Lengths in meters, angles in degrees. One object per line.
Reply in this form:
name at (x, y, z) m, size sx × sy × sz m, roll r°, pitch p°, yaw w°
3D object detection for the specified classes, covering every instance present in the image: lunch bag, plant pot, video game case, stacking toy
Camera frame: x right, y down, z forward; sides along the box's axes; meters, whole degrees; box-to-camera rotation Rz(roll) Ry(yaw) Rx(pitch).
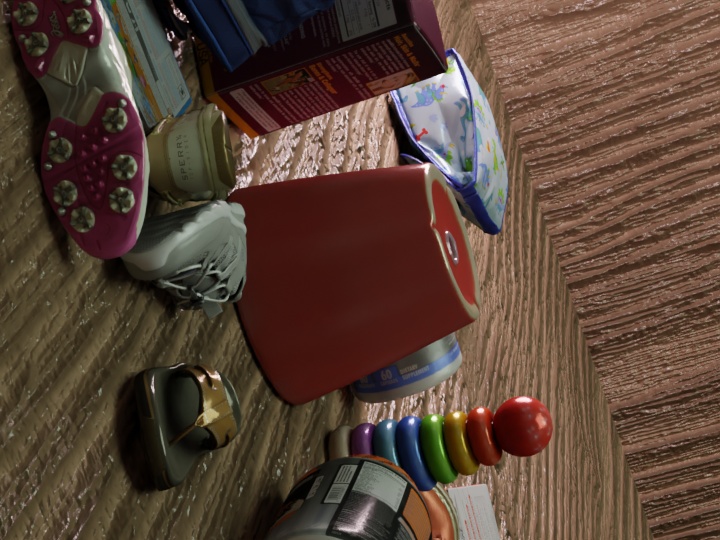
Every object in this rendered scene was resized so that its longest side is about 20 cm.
lunch bag at (0.126, -0.158, 2.422) m, size 0.200 × 0.127 × 0.170 m, roll 69°, pitch 10°, yaw 25°
plant pot at (0.000, 0.000, 1.592) m, size 0.200 × 0.177 × 0.201 m, roll -16°, pitch 90°, yaw -77°
video game case at (-0.181, -0.165, 1.402) m, size 0.200 × 0.018 × 0.143 m, roll -72°, pitch 144°, yaw -68°
stacking toy at (0.076, 0.157, 1.656) m, size 0.085 × 0.200 × 0.086 m, roll -17°, pitch 90°, yaw -77°
lunch bag at (-0.121, -0.264, 1.521) m, size 0.136 × 0.132 × 0.200 m, roll 54°, pitch -5°, yaw 44°

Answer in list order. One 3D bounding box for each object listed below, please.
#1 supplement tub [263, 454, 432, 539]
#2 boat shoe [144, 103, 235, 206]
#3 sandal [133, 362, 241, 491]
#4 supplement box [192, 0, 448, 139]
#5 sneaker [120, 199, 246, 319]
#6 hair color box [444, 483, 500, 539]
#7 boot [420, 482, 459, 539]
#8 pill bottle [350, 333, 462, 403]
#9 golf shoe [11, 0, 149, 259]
supplement tub at (-0.012, 0.217, 1.393) m, size 0.200 × 0.122 × 0.123 m, roll -54°, pitch 126°, yaw -74°
boat shoe at (-0.130, -0.083, 1.323) m, size 0.200 × 0.066 × 0.074 m, roll 167°, pitch -85°, yaw -83°
sandal at (-0.109, 0.101, 1.281) m, size 0.200 × 0.054 × 0.082 m, roll -1°, pitch 75°, yaw -77°
supplement box at (-0.036, -0.202, 1.641) m, size 0.110 × 0.200 × 0.086 m, roll 41°, pitch 34°, yaw -65°
sneaker at (-0.115, -0.005, 1.344) m, size 0.200 × 0.075 × 0.082 m, roll -17°, pitch 92°, yaw -75°
hair color box at (0.096, 0.281, 1.890) m, size 0.200 × 0.064 × 0.111 m, roll 22°, pitch 53°, yaw -75°
boot at (0.054, 0.276, 1.710) m, size 0.107 × 0.075 × 0.200 m, roll -39°, pitch 113°, yaw -71°
pill bottle at (0.016, 0.016, 1.776) m, size 0.114 × 0.114 × 0.200 m, roll -62°, pitch 133°, yaw -72°
golf shoe at (-0.174, -0.100, 1.233) m, size 0.092 × 0.075 × 0.200 m, roll 41°, pitch 35°, yaw -72°
